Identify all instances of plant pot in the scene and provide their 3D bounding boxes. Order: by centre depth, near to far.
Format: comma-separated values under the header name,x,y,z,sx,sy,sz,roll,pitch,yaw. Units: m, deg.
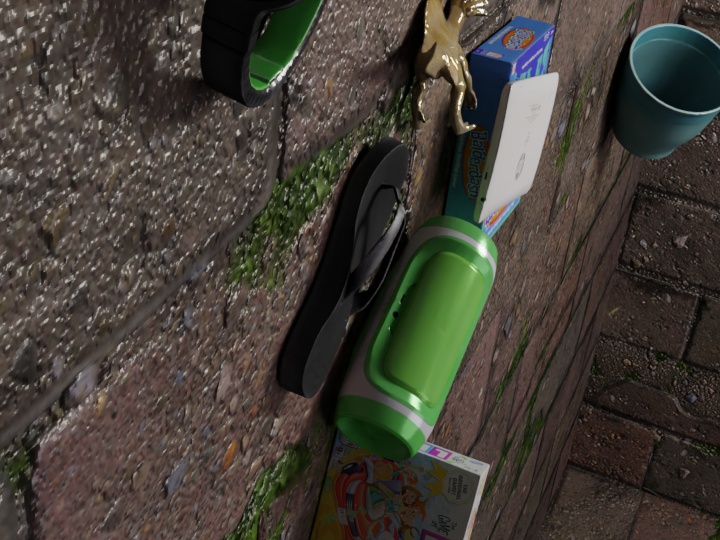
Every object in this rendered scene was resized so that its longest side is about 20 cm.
name,x,y,z,sx,sy,sz,roll,pitch,yaw
plant pot,0.554,-0.312,1.982,0.201,0.198,0.189,-62,175,-30

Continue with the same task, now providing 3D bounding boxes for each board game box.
name,x,y,z,sx,sy,sz,roll,pitch,yaw
board game box,0.023,0.244,0.945,0.034,0.133,0.203,-16,121,-69
board game box,0.137,-0.136,1.083,0.152,0.044,0.202,-46,149,-54

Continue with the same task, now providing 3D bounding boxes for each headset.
name,x,y,z,sx,sy,sz,roll,pitch,yaw
headset,-0.040,-0.175,0.503,0.124,0.093,0.201,-58,173,-49

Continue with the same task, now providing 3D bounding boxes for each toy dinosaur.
name,x,y,z,sx,sy,sz,roll,pitch,yaw
toy dinosaur,0.058,-0.159,0.835,0.200,0.057,0.102,-58,144,-59

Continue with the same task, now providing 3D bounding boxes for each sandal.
name,x,y,z,sx,sy,sz,roll,pitch,yaw
sandal,0.000,0.001,0.795,0.076,0.042,0.203,52,57,-69

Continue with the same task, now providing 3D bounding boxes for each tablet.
name,x,y,z,sx,sy,sz,roll,pitch,yaw
tablet,0.156,-0.124,1.056,0.200,0.013,0.132,-29,134,-64

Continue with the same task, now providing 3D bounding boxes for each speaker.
name,x,y,z,sx,sy,sz,roll,pitch,yaw
speaker,0.049,0.055,0.919,0.089,0.087,0.202,77,34,-58
